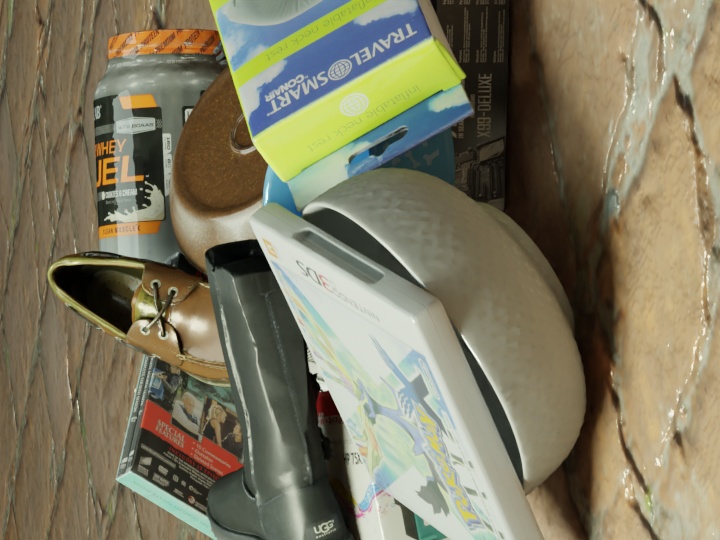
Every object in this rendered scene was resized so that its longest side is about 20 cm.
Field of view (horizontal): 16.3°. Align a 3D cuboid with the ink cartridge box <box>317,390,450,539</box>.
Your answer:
[{"bbox_3d":[0.022,0.128,1.566,0.116,0.067,0.201,159,101,-73],"label":"ink cartridge box"}]

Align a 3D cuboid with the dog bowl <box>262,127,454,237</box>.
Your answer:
[{"bbox_3d":[-0.006,-0.049,1.514,0.200,0.049,0.112,140,123,-60],"label":"dog bowl"}]

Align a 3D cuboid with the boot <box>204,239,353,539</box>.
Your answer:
[{"bbox_3d":[-0.068,0.078,1.572,0.165,0.065,0.201,15,123,60],"label":"boot"}]

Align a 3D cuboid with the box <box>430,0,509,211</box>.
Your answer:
[{"bbox_3d":[0.043,-0.142,1.533,0.158,0.050,0.201,-150,60,-70],"label":"box"}]

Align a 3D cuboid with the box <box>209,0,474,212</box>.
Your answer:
[{"bbox_3d":[-0.018,-0.139,1.450,0.048,0.122,0.200,51,-166,-44],"label":"box"}]

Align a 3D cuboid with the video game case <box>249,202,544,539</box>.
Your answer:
[{"bbox_3d":[0.023,0.070,1.380,0.182,0.022,0.200,31,151,55],"label":"video game case"}]

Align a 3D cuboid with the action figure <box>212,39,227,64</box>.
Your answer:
[{"bbox_3d":[-0.070,-0.068,1.824,0.102,0.118,0.201,124,153,-63],"label":"action figure"}]

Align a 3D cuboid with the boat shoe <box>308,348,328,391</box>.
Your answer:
[{"bbox_3d":[-0.036,0.077,1.725,0.200,0.071,0.070,-13,64,62],"label":"boat shoe"}]

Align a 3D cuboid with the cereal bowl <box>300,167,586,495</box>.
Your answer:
[{"bbox_3d":[0.057,0.025,1.380,0.200,0.083,0.200,49,162,23],"label":"cereal bowl"}]

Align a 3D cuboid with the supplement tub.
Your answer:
[{"bbox_3d":[-0.142,-0.079,1.921,0.123,0.122,0.201,166,102,-74],"label":"supplement tub"}]

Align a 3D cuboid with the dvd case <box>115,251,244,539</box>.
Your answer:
[{"bbox_3d":[-0.097,0.100,1.800,0.022,0.146,0.201,-31,36,39],"label":"dvd case"}]

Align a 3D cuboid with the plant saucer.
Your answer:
[{"bbox_3d":[-0.064,-0.090,1.716,0.200,0.037,0.201,-26,45,29],"label":"plant saucer"}]

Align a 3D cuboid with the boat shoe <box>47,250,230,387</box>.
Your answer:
[{"bbox_3d":[-0.133,0.033,1.721,0.199,0.068,0.072,12,86,37],"label":"boat shoe"}]
